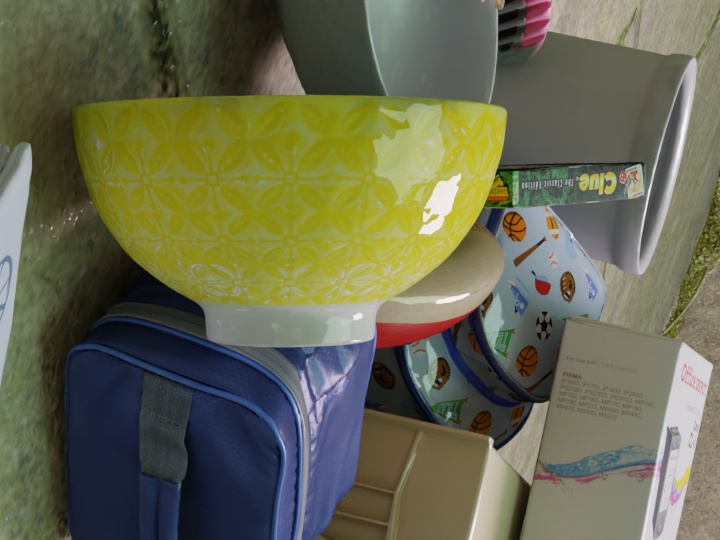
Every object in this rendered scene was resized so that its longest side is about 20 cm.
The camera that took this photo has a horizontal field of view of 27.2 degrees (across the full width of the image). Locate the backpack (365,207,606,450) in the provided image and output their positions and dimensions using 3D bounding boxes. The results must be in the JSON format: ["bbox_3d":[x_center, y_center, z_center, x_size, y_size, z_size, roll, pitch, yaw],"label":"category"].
[{"bbox_3d":[0.072,0.034,1.058,0.200,0.154,0.191,43,65,-30],"label":"backpack"}]

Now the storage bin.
[{"bbox_3d":[0.010,0.158,0.999,0.200,0.197,0.094,46,57,-63],"label":"storage bin"}]

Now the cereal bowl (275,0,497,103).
[{"bbox_3d":[0.008,-0.158,0.856,0.200,0.083,0.201,-2,90,-65],"label":"cereal bowl"}]

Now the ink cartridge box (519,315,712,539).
[{"bbox_3d":[0.172,0.145,1.016,0.148,0.085,0.201,25,78,-67],"label":"ink cartridge box"}]

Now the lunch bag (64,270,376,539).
[{"bbox_3d":[-0.083,0.095,0.800,0.132,0.135,0.201,-51,155,-47],"label":"lunch bag"}]

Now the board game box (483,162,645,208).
[{"bbox_3d":[0.047,-0.047,0.823,0.104,0.199,0.024,-10,98,-40],"label":"board game box"}]

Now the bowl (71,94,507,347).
[{"bbox_3d":[-0.032,-0.022,0.689,0.200,0.199,0.108,-8,98,-71],"label":"bowl"}]

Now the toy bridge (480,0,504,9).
[{"bbox_3d":[0.046,-0.211,0.816,0.200,0.027,0.068,54,42,-49],"label":"toy bridge"}]

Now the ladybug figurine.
[{"bbox_3d":[0.000,0.000,0.916,0.199,0.136,0.072,-1,123,-32],"label":"ladybug figurine"}]

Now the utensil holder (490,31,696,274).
[{"bbox_3d":[0.143,-0.104,1.158,0.170,0.199,0.171,16,90,-73],"label":"utensil holder"}]

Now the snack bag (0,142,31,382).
[{"bbox_3d":[-0.175,0.076,0.566,0.201,0.021,0.189,-73,-177,-48],"label":"snack bag"}]

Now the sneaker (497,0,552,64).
[{"bbox_3d":[0.092,-0.243,1.049,0.096,0.079,0.201,-74,154,-49],"label":"sneaker"}]
